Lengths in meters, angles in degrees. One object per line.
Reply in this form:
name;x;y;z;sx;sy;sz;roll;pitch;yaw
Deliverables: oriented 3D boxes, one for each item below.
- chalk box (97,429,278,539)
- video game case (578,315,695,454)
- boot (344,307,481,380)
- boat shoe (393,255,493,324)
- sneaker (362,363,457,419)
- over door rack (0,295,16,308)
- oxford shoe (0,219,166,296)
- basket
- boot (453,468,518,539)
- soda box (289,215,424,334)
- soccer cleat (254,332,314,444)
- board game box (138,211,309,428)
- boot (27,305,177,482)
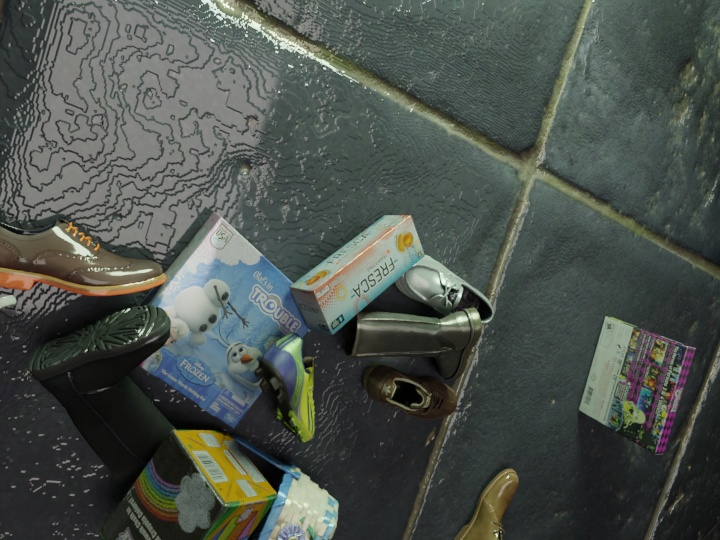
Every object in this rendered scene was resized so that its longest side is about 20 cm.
chalk box;-0.222;0.319;0.711;0.202;0.124;0.124;-53;153;3
video game case;0.523;0.213;1.103;0.035;0.180;0.207;9;98;-29
boot;0.072;0.118;0.880;0.193;0.074;0.185;-8;139;-15
boat shoe;0.136;0.032;0.900;0.197;0.071;0.072;26;90;-32
sneaker;0.093;0.208;0.919;0.196;0.075;0.072;21;92;-31
over door rack;-0.450;-0.007;0.551;0.194;0.067;0.153;-18;95;-10
oxford shoe;-0.314;-0.015;0.636;0.194;0.071;0.075;6;97;-30
basket;-0.136;0.349;0.801;0.195;0.139;0.181;23;91;3
boot;0.251;0.474;1.078;0.073;0.075;0.203;37;83;-29
soda box;0.000;0.000;0.795;0.198;0.063;0.070;-38;115;-31
soccer cleat;-0.084;0.166;0.787;0.084;0.064;0.204;-45;146;-28
board game box;-0.178;0.069;0.749;0.200;0.043;0.201;43;80;-31
boot;-0.260;0.150;0.673;0.159;0.066;0.205;-16;123;3
